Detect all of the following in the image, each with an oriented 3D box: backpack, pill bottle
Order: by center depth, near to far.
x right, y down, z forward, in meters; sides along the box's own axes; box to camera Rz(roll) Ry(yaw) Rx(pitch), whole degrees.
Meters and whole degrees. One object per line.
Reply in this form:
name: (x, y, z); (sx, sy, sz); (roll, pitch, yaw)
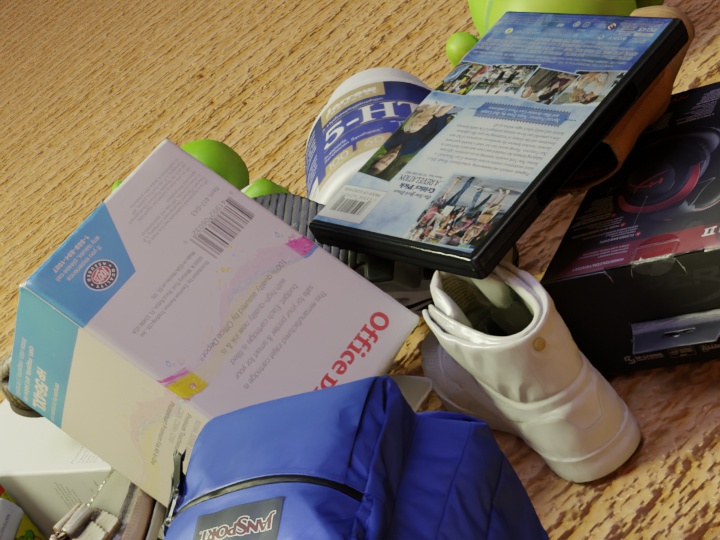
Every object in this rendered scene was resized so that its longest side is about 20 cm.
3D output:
backpack: (-0.018, 0.162, 0.686); (0.162, 0.168, 0.201); (-21, 34, 27)
pill bottle: (0.021, -0.065, 1.091); (0.119, 0.120, 0.200); (-28, 25, 10)

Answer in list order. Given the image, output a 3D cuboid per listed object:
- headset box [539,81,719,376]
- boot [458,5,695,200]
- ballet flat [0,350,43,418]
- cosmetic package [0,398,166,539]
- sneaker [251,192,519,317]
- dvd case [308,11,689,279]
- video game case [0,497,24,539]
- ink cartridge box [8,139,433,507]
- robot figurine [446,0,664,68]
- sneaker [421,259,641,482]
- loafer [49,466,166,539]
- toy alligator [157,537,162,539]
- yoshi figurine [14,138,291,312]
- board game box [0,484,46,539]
headset box: (0.200, -0.026, 0.877); (0.148, 0.075, 0.200); (-13, 31, 38)
boot: (0.102, -0.095, 0.967); (0.201, 0.071, 0.144); (-10, 32, 47)
ballet flat: (-0.127, 0.043, 0.965); (0.199, 0.047, 0.068); (-12, 36, -2)
cosmetic package: (-0.171, 0.126, 1.032); (0.199, 0.085, 0.108); (-9, 33, 43)
sneaker: (0.000, 0.000, 0.957); (0.199, 0.089, 0.075); (1, 68, 20)
dvd case: (0.077, -0.078, 0.890); (0.142, 0.018, 0.200); (14, 54, 49)
video game case: (-0.273, 0.252, 0.910); (0.200, 0.022, 0.182); (-49, 16, 28)
ink cartridge box: (-0.074, 0.055, 0.864); (0.129, 0.200, 0.125); (-50, -8, -34)
robot figurine: (0.147, -0.204, 1.217); (0.175, 0.116, 0.200); (-25, 26, 6)
sneaker: (0.071, 0.034, 0.876); (0.074, 0.116, 0.200); (-40, 24, -12)
loafer: (-0.172, 0.191, 0.867); (0.072, 0.063, 0.201); (-9, 53, 60)
toy alligator: (-0.072, 0.143, 0.917); (0.200, 0.054, 0.059); (-43, 27, -20)
yoshi figurine: (-0.140, -0.017, 1.085); (0.200, 0.112, 0.112); (-34, 16, 11)
board game box: (-0.298, 0.184, 1.055); (0.199, 0.102, 0.048); (-10, 32, 41)
